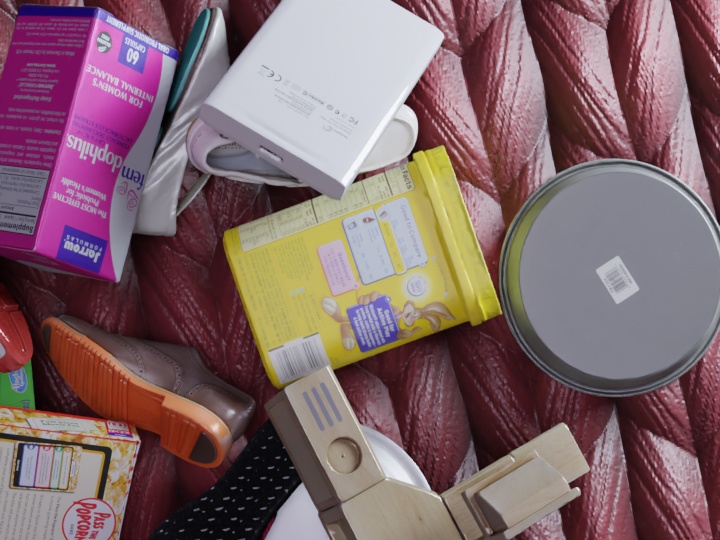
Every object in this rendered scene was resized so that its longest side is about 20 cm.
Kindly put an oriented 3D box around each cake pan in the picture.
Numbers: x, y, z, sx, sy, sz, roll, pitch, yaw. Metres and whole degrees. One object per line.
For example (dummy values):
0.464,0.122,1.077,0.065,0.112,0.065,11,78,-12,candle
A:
0.216,0.006,1.324,0.197,0.037,0.203,0,88,2,cake pan

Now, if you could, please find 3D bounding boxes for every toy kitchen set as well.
0.064,0.128,1.233,0.198,0.163,0.182,-26,84,-21,toy kitchen set

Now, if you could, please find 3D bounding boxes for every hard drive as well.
-0.028,-0.160,1.286,0.131,0.026,0.201,30,52,2,hard drive

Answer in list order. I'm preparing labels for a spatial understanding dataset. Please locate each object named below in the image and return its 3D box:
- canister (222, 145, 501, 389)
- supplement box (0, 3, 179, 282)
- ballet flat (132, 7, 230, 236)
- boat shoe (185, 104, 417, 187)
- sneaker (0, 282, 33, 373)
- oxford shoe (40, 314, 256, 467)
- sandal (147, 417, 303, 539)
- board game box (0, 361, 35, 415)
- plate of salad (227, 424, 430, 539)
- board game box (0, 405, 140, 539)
0.000,0.000,1.307,0.198,0.087,0.150,-20,87,2,canister
-0.237,-0.103,1.282,0.102,0.101,0.203,9,82,38,supplement box
-0.144,-0.120,1.332,0.069,0.069,0.202,25,93,2,ballet flat
-0.042,-0.099,1.299,0.197,0.069,0.072,-7,114,-12,boat shoe
-0.359,0.028,1.268,0.115,0.078,0.200,-43,77,7,sneaker
-0.180,0.090,1.327,0.199,0.072,0.073,32,47,12,oxford shoe
-0.103,0.202,1.287,0.075,0.045,0.200,38,71,17,sandal
-0.364,0.145,1.287,0.197,0.040,0.155,-6,105,-14,board game box
-0.031,0.226,1.317,0.197,0.048,0.203,-1,76,4,plate of salad
-0.290,0.189,1.272,0.197,0.046,0.154,10,100,-18,board game box
